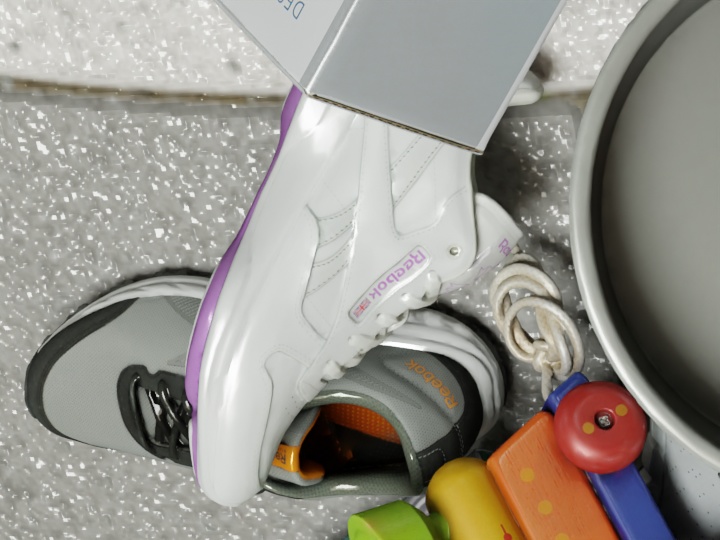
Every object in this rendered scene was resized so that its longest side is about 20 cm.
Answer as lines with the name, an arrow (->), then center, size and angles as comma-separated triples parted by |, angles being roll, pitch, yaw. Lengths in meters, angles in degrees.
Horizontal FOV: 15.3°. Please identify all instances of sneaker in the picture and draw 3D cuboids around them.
sneaker -> 0.149, 0.059, 0.955 | 0.075, 0.116, 0.201 | -17, 128, -16
sneaker -> 0.000, 0.000, 0.973 | 0.099, 0.075, 0.201 | 23, 96, 2
sneaker -> -0.046, 0.051, 1.053 | 0.199, 0.079, 0.074 | 2, 121, 22

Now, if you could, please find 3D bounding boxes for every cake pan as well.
cake pan -> 0.167, -0.021, 0.900 | 0.198, 0.037, 0.202 | 0, 91, -2

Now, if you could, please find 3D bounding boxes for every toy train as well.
toy train -> 0.045, 0.082, 0.976 | 0.201, 0.115, 0.085 | 62, 162, 18

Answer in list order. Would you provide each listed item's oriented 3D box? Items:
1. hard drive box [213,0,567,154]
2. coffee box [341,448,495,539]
hard drive box -> 0.021, -0.165, 0.821 | 0.076, 0.156, 0.201 | 16, 112, -39
coffee box -> 0.046, 0.185, 1.042 | 0.123, 0.044, 0.201 | -35, 58, 33
